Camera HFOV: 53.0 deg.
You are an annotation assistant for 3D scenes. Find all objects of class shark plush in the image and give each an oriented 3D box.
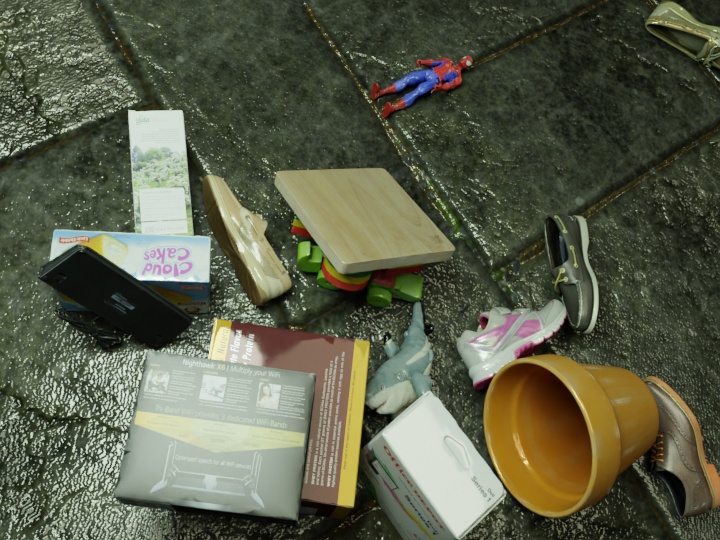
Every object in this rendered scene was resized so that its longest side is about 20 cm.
[{"bbox_3d":[0.065,0.115,1.007,0.082,0.091,0.203,32,60,-10],"label":"shark plush"}]

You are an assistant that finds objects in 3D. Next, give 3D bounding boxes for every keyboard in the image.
[{"bbox_3d":[-0.317,0.046,0.912,0.125,0.200,0.021,-30,46,15],"label":"keyboard"}]

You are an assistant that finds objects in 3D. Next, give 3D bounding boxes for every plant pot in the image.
[{"bbox_3d":[0.299,0.208,0.983,0.180,0.200,0.204,-6,68,-32],"label":"plant pot"}]

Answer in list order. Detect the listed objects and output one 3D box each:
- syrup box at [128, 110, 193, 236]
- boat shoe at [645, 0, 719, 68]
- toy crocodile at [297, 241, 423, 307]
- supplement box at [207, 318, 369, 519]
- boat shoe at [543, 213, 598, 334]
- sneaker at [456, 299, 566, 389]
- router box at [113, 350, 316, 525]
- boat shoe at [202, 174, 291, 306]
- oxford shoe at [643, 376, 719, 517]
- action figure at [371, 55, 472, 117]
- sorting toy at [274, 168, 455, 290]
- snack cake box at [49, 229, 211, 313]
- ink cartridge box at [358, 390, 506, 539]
[{"bbox_3d":[-0.285,-0.122,1.030,0.077,0.082,0.205,-4,68,-17],"label":"syrup box"},{"bbox_3d":[0.643,-0.439,1.390,0.199,0.073,0.063,39,71,8],"label":"boat shoe"},{"bbox_3d":[0.000,0.000,1.057,0.195,0.062,0.069,19,65,-6],"label":"toy crocodile"},{"bbox_3d":[-0.100,0.189,0.907,0.195,0.133,0.202,8,66,-4],"label":"supplement box"},{"bbox_3d":[0.324,0.003,1.130,0.059,0.072,0.205,8,58,-12],"label":"boat shoe"},{"bbox_3d":[0.222,0.087,1.063,0.197,0.082,0.089,-28,72,-27],"label":"sneaker"},{"bbox_3d":[-0.154,0.184,0.798,0.195,0.052,0.161,9,65,-3],"label":"router box"},{"bbox_3d":[-0.166,-0.050,1.039,0.064,0.071,0.203,-24,83,-28],"label":"boat shoe"},{"bbox_3d":[0.454,0.256,1.055,0.071,0.072,0.204,-18,73,-14],"label":"oxford shoe"},{"bbox_3d":[0.114,-0.325,1.230,0.197,0.052,0.066,-28,72,-24],"label":"action figure"},{"bbox_3d":[-0.002,-0.057,1.021,0.195,0.071,0.201,-7,45,-36],"label":"sorting toy"},{"bbox_3d":[-0.297,0.005,0.955,0.195,0.115,0.069,2,65,-12],"label":"snack cake box"},{"bbox_3d":[0.074,0.254,0.892,0.083,0.201,0.146,-33,77,-24],"label":"ink cartridge box"}]
